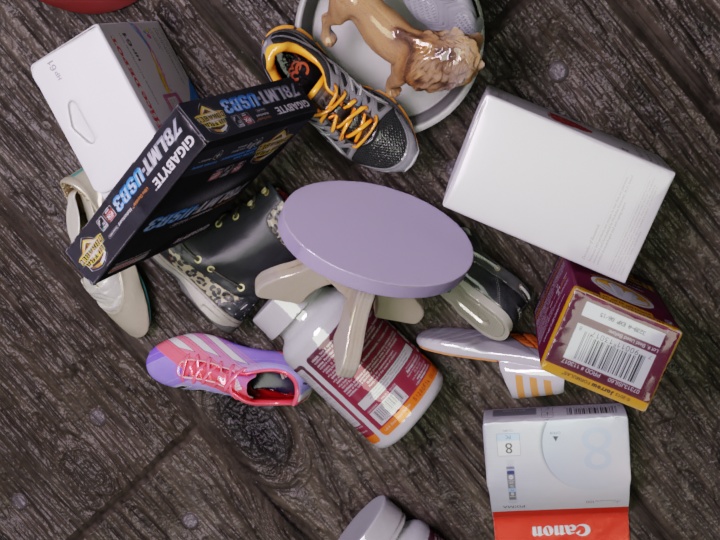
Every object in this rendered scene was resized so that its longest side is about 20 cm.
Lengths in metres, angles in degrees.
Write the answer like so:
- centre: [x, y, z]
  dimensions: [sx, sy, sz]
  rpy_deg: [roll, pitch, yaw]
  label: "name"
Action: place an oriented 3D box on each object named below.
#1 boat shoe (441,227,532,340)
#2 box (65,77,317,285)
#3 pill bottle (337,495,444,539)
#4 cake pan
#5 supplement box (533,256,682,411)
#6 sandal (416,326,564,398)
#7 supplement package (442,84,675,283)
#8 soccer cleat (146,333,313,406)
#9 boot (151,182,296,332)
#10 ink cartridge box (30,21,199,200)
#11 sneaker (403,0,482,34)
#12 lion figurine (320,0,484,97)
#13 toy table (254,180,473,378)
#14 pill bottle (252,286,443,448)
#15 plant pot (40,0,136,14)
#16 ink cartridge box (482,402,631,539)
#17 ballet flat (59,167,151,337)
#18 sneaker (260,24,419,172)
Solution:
- centre: [0.098, -0.015, 1.185]
  dimensions: [0.200, 0.072, 0.068]
  rpy_deg: [42, 67, 3]
  label: "boat shoe"
- centre: [-0.155, -0.088, 1.032]
  dimensions: [0.050, 0.200, 0.199]
  rpy_deg: [48, 120, 6]
  label: "box"
- centre: [0.068, 0.357, 1.243]
  dimensions: [0.200, 0.114, 0.114]
  rpy_deg: [43, 105, -4]
  label: "pill bottle"
- centre: [0.031, -0.243, 1.143]
  dimensions: [0.196, 0.037, 0.204]
  rpy_deg: [2, 104, 8]
  label: "cake pan"
- centre: [0.241, 0.051, 1.101]
  dimensions: [0.109, 0.200, 0.087]
  rpy_deg: [23, 105, 1]
  label: "supplement box"
- centre: [0.160, 0.104, 1.194]
  dimensions: [0.203, 0.079, 0.060]
  rpy_deg: [7, 106, 15]
  label: "sandal"
- centre: [0.196, -0.092, 1.114]
  dimensions: [0.197, 0.121, 0.121]
  rpy_deg: [22, 106, 1]
  label: "supplement package"
- centre: [-0.149, 0.115, 1.233]
  dimensions: [0.196, 0.077, 0.068]
  rpy_deg: [8, 105, 5]
  label: "soccer cleat"
- centre: [-0.156, -0.054, 1.200]
  dimensions: [0.153, 0.074, 0.204]
  rpy_deg: [-40, 95, 10]
  label: "boot"
- centre: [-0.230, -0.167, 1.112]
  dimensions: [0.084, 0.200, 0.146]
  rpy_deg: [-27, 99, 13]
  label: "ink cartridge box"
- centre: [0.077, -0.322, 1.056]
  dimensions: [0.200, 0.075, 0.115]
  rpy_deg: [50, 62, -35]
  label: "sneaker"
- centre: [0.021, -0.234, 1.056]
  dimensions: [0.198, 0.122, 0.073]
  rpy_deg: [31, 78, -10]
  label: "lion figurine"
- centre: [0.000, 0.000, 1.101]
  dimensions: [0.197, 0.186, 0.118]
  rpy_deg: [19, 135, -11]
  label: "toy table"
- centre: [-0.014, 0.088, 1.191]
  dimensions: [0.200, 0.110, 0.110]
  rpy_deg: [43, 105, -4]
  label: "pill bottle"
- centre: [-0.303, -0.352, 1.089]
  dimensions: [0.197, 0.177, 0.204]
  rpy_deg: [2, 105, 7]
  label: "plant pot"
- centre: [0.222, 0.253, 1.231]
  dimensions: [0.157, 0.047, 0.204]
  rpy_deg: [-4, 101, 8]
  label: "ink cartridge box"
- centre: [-0.288, -0.016, 1.223]
  dimensions: [0.068, 0.069, 0.204]
  rpy_deg: [-12, 99, 10]
  label: "ballet flat"
- centre: [-0.026, -0.166, 1.111]
  dimensions: [0.199, 0.077, 0.079]
  rpy_deg: [37, 104, -4]
  label: "sneaker"
